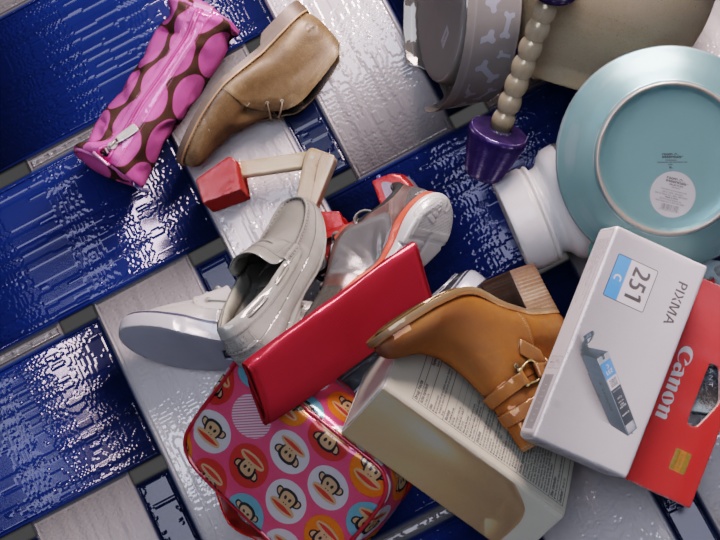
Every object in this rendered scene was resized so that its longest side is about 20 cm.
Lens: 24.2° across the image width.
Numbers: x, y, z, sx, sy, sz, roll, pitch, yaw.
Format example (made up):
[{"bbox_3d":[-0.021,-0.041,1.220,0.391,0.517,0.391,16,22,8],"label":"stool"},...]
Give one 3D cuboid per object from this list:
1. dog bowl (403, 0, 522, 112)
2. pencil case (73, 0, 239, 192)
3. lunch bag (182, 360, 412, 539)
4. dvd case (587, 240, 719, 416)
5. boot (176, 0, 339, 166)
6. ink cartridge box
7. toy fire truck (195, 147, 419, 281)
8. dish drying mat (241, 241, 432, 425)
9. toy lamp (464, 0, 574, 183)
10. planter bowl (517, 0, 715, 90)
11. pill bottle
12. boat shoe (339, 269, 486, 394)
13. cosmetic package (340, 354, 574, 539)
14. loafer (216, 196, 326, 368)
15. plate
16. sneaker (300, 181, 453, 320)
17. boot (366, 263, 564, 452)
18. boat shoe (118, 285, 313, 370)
[{"bbox_3d":[0.095,-0.246,1.576,0.059,0.200,0.200,0,78,-15],"label":"dog bowl"},{"bbox_3d":[-0.198,-0.177,1.649,0.091,0.094,0.200,28,84,12],"label":"pencil case"},{"bbox_3d":[-0.065,0.181,1.551,0.200,0.082,0.176,43,118,13],"label":"lunch bag"},{"bbox_3d":[0.297,0.058,1.523,0.200,0.022,0.146,10,77,-14],"label":"dvd case"},{"bbox_3d":[-0.100,-0.168,1.650,0.075,0.074,0.200,41,85,3],"label":"boot"},{"bbox_3d":[0.256,0.086,1.468,0.176,0.045,0.200,24,82,-11],"label":"ink cartridge box"},{"bbox_3d":[-0.044,-0.065,1.629,0.200,0.049,0.141,-22,78,4],"label":"toy fire truck"},{"bbox_3d":[-0.018,0.055,1.490,0.200,0.077,0.018,-36,37,-25],"label":"dish drying mat"},{"bbox_3d":[0.139,-0.170,1.496,0.058,0.058,0.200,23,120,11],"label":"toy lamp"},{"bbox_3d":[0.220,-0.231,1.561,0.200,0.200,0.135,19,99,11],"label":"planter bowl"},{"bbox_3d":[0.231,-0.080,1.561,0.200,0.113,0.113,-24,77,3],"label":"pill bottle"},{"bbox_3d":[0.032,0.063,1.588,0.068,0.072,0.200,45,95,12],"label":"boat shoe"},{"bbox_3d":[0.090,0.154,1.503,0.200,0.105,0.071,37,121,-6],"label":"cosmetic package"},{"bbox_3d":[-0.081,0.000,1.521,0.070,0.070,0.200,-22,36,32],"label":"loafer"},{"bbox_3d":[0.273,-0.099,1.488,0.200,0.026,0.200,0,95,-3],"label":"plate"},{"bbox_3d":[0.000,0.000,1.556,0.200,0.077,0.082,-47,50,-13],"label":"sneaker"},{"bbox_3d":[0.112,0.088,1.478,0.200,0.074,0.155,-18,84,-30],"label":"boot"},{"bbox_3d":[-0.131,0.050,1.618,0.200,0.071,0.070,1,52,12],"label":"boat shoe"}]
